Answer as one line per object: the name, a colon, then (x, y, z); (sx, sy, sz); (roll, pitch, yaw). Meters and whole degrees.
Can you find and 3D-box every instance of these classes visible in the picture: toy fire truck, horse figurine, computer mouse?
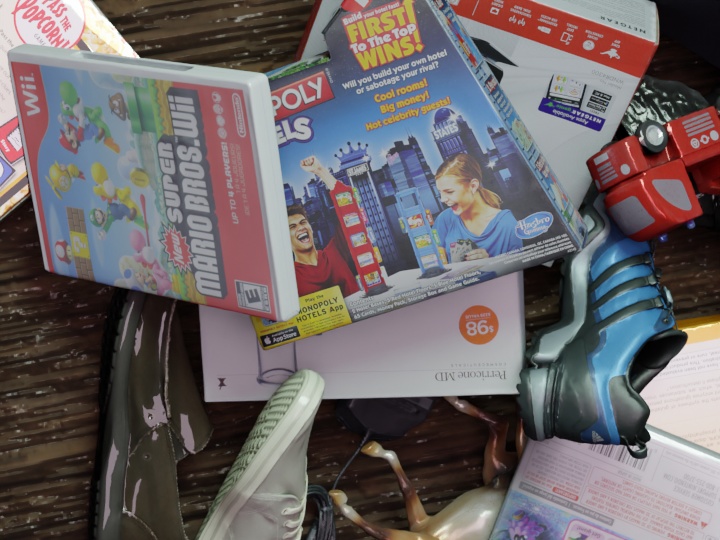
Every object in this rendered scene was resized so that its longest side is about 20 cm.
toy fire truck: (0.243, -0.039, 1.433); (0.199, 0.049, 0.142); (-21, 85, -31)
horse figurine: (0.069, 0.141, 1.487); (0.200, 0.050, 0.133); (-39, 108, -12)
computer mouse: (-0.005, 0.111, 1.495); (0.058, 0.034, 0.201); (29, 91, -26)

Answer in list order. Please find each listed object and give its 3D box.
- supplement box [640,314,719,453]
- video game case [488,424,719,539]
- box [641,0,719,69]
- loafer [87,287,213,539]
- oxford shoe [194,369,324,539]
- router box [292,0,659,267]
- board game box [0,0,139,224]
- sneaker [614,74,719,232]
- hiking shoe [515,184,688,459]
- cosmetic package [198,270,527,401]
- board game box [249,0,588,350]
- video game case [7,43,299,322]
supplement box: (0.220, 0.132, 1.496); (0.125, 0.074, 0.202); (-9, 91, -3)
video game case: (0.175, 0.192, 1.446); (0.199, 0.024, 0.183); (22, 96, 7)
box: (0.289, -0.215, 1.455); (0.199, 0.117, 0.198); (28, 76, -22)
loafer: (-0.127, 0.087, 1.460); (0.071, 0.073, 0.202); (5, 98, -12)
oxford shoe: (-0.056, 0.139, 1.427); (0.057, 0.075, 0.201); (26, 124, -2)
router box: (0.059, -0.111, 1.441); (0.199, 0.049, 0.180); (17, 127, -6)
board game box: (-0.245, -0.108, 1.452); (0.200, 0.046, 0.152); (-40, 95, -6)
sneaker: (0.230, -0.046, 1.511); (0.104, 0.060, 0.201); (-25, 88, -8)
hiking shoe: (0.162, 0.024, 1.432); (0.086, 0.075, 0.201); (13, 63, 17)
cosmetic package: (0.000, 0.000, 1.432); (0.198, 0.052, 0.152); (-2, 102, 8)
board game box: (0.007, -0.080, 1.356); (0.199, 0.062, 0.201); (-17, 99, 12)
video game case: (-0.122, -0.053, 1.364); (0.017, 0.199, 0.144); (-29, 120, -43)
